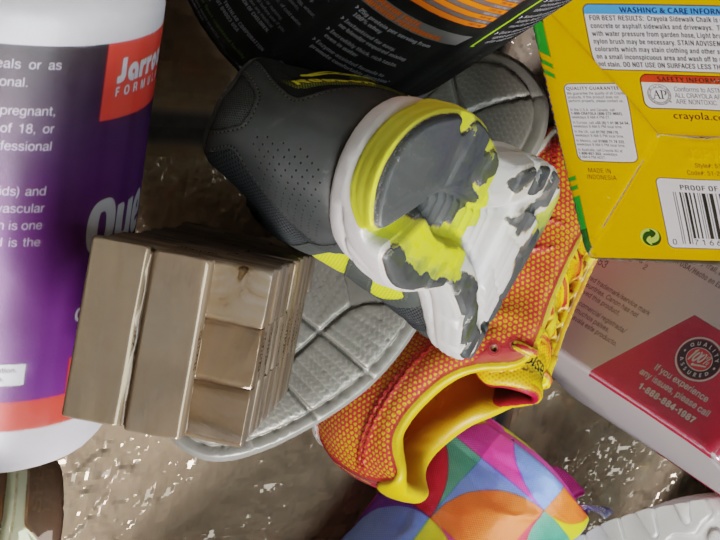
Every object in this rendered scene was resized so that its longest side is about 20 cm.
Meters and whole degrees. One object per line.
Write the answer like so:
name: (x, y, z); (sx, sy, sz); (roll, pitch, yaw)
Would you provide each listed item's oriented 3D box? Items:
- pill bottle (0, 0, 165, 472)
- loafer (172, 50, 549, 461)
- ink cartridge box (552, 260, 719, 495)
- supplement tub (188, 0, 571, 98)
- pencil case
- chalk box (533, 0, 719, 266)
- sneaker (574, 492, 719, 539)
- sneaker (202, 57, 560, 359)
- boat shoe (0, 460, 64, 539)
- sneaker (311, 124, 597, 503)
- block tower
pill bottle: (-0.123, -0.044, 0.651); (0.112, 0.112, 0.202); (-6, 116, -36)
loafer: (0.000, 0.000, 0.807); (0.200, 0.072, 0.063); (-47, 174, -8)
ink cartridge box: (0.179, -0.012, 0.887); (0.200, 0.144, 0.084); (-51, 135, -5)
supplement tub: (0.034, -0.137, 0.655); (0.122, 0.200, 0.124); (14, 65, -31)
pencil case: (0.018, 0.151, 0.888); (0.200, 0.088, 0.088); (-48, 133, -7)
chalk box: (0.163, -0.109, 0.790); (0.201, 0.123, 0.125); (-58, 141, -43)
sneaker: (0.116, 0.162, 0.943); (0.200, 0.077, 0.080); (-43, 166, 29)
sneaker: (0.010, -0.029, 0.689); (0.075, 0.084, 0.200); (-60, 162, -5)
boat shoe: (-0.169, 0.153, 0.759); (0.074, 0.075, 0.204); (12, 107, -17)
sneaker: (0.066, 0.014, 0.852); (0.200, 0.077, 0.073); (-50, 149, -4)
block tower: (-0.051, 0.017, 0.675); (0.053, 0.200, 0.058); (12, 94, 3)
